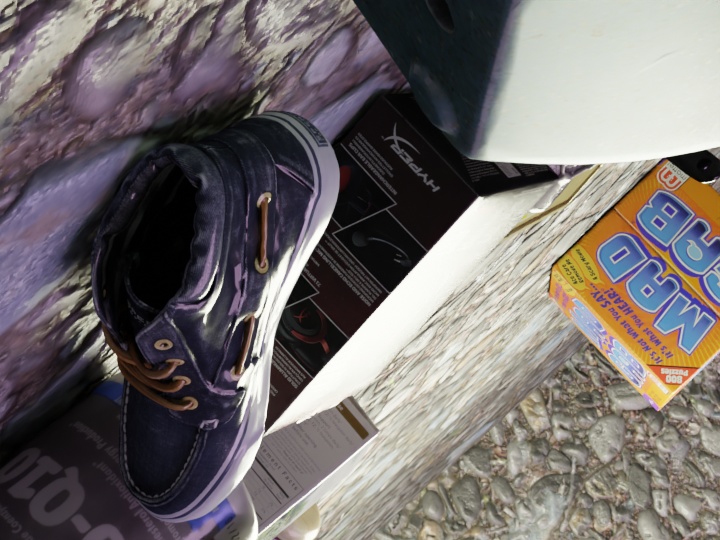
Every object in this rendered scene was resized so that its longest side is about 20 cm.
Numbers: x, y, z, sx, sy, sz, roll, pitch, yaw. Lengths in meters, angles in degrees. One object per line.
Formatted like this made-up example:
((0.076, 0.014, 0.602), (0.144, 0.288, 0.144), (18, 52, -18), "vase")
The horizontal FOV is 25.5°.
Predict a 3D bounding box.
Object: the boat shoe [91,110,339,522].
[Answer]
((-0.080, 0.028, 0.663), (0.091, 0.071, 0.202), (-18, 134, -54), "boat shoe")

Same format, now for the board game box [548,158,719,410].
((0.364, 0.018, 1.890), (0.200, 0.200, 0.200), (-43, 168, -3), "board game box")

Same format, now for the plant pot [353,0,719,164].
((0.077, -0.139, 0.384), (0.199, 0.197, 0.197), (-31, 166, -11), "plant pot")

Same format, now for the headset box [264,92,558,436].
((0.000, 0.000, 0.866), (0.200, 0.075, 0.148), (-49, 168, 21), "headset box")

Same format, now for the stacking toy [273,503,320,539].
((-0.129, 0.238, 1.301), (0.200, 0.086, 0.085), (-40, 170, 17), "stacking toy")

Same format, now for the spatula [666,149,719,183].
((0.192, -0.093, 1.063), (0.056, 0.021, 0.200), (-37, -157, 1), "spatula")

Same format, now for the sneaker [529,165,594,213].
((0.166, -0.108, 1.012), (0.201, 0.082, 0.074), (-52, 152, 19), "sneaker")

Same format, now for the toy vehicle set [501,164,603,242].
((0.152, -0.081, 1.233), (0.124, 0.027, 0.200), (-51, 167, 30), "toy vehicle set")

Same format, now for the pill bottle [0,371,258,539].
((-0.156, 0.150, 0.763), (0.200, 0.114, 0.114), (-39, 168, -25), "pill bottle")

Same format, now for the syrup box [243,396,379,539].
((-0.088, 0.152, 1.091), (0.200, 0.082, 0.079), (-38, 169, -31), "syrup box")
